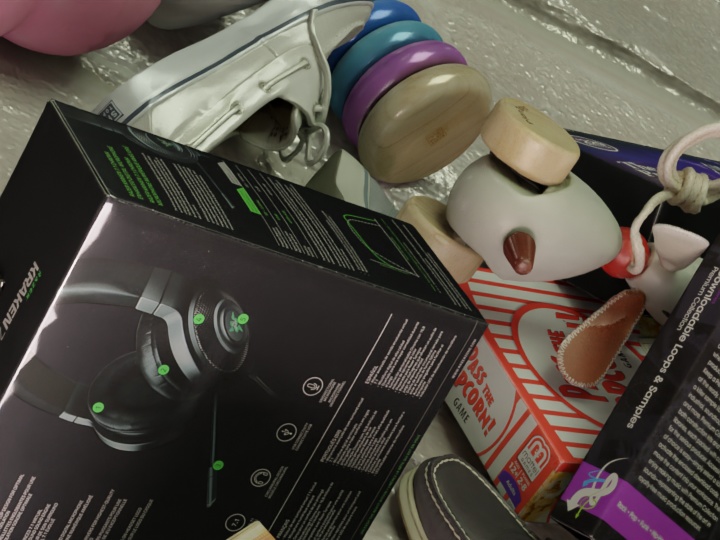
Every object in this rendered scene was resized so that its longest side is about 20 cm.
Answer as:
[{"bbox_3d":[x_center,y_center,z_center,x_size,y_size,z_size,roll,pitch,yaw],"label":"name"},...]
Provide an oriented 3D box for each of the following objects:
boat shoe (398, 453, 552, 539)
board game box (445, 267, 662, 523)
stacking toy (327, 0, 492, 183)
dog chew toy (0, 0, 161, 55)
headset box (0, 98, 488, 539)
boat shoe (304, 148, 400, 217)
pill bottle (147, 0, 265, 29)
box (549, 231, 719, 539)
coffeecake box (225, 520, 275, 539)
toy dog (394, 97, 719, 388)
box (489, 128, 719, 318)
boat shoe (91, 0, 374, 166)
[{"bbox_3d":[0.095,0.162,1.163,0.072,0.065,0.200,-8,56,-49],"label":"boat shoe"},{"bbox_3d":[0.133,0.073,1.309,0.200,0.046,0.152,9,37,-40],"label":"board game box"},{"bbox_3d":[-0.007,-0.148,1.411,0.085,0.085,0.200,0,47,-46],"label":"stacking toy"},{"bbox_3d":[-0.191,-0.167,1.214,0.200,0.125,0.125,-8,56,-39],"label":"dog chew toy"},{"bbox_3d":[-0.081,0.045,1.009,0.200,0.174,0.093,17,20,-31],"label":"headset box"},{"bbox_3d":[-0.001,0.000,1.231,0.072,0.070,0.201,37,20,-13],"label":"boat shoe"},{"bbox_3d":[-0.097,-0.239,1.324,0.112,0.112,0.200,-37,109,-56],"label":"pill bottle"},{"bbox_3d":[0.191,0.073,1.227,0.036,0.200,0.143,25,-11,45],"label":"box"},{"bbox_3d":[-0.031,0.220,0.887,0.200,0.154,0.073,48,33,11],"label":"coffeecake box"},{"bbox_3d":[0.118,-0.006,1.213,0.200,0.132,0.096,6,33,-20],"label":"toy dog"},{"bbox_3d":[0.184,-0.022,1.402,0.200,0.079,0.141,8,11,-42],"label":"box"},{"bbox_3d":[-0.048,-0.090,1.290,0.202,0.075,0.086,-33,84,-43],"label":"boat shoe"}]
